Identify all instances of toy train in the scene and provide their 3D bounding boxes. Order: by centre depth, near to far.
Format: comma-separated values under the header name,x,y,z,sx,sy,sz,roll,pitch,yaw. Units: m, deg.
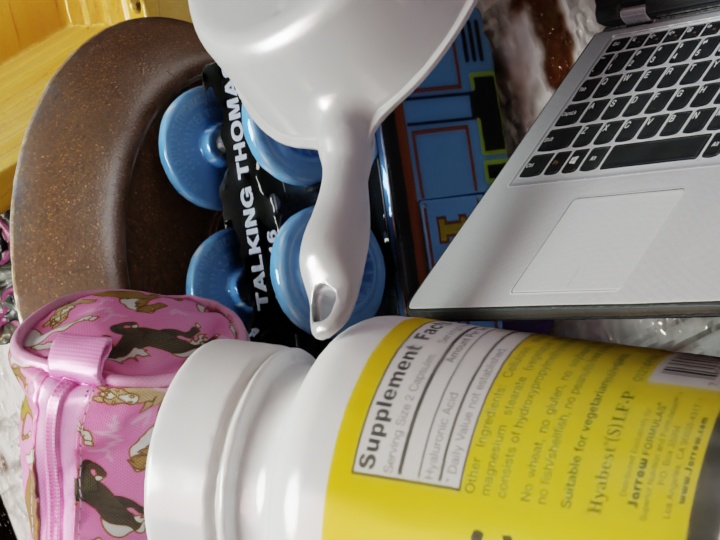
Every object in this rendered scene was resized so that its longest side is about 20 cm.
name,x,y,z,sx,sy,sz,roll,pitch,yaw
toy train,0.000,0.000,0.912,0.087,0.114,0.201,-12,86,55

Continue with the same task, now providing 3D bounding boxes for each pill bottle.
name,x,y,z,sx,sy,sz,roll,pitch,yaw
pill bottle,0.040,0.073,0.771,0.199,0.111,0.112,7,116,24

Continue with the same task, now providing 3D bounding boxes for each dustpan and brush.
name,x,y,z,sx,sy,sz,roll,pitch,yaw
dustpan and brush,-0.007,-0.069,0.814,0.139,0.201,0.057,-23,129,37

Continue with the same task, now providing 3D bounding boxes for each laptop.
name,x,y,z,sx,sy,sz,roll,pitch,yaw
laptop,0.081,-0.097,0.750,0.116,0.200,0.187,44,159,-21

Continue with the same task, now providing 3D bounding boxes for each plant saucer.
name,x,y,z,sx,sy,sz,roll,pitch,yaw
plant saucer,-0.051,0.000,0.962,0.034,0.200,0.201,-11,97,37

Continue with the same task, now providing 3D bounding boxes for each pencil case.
name,x,y,z,sx,sy,sz,roll,pitch,yaw
pencil case,-0.081,0.104,0.872,0.087,0.082,0.201,-113,25,-67

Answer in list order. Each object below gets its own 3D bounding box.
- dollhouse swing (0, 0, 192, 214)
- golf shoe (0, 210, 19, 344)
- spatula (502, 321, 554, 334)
name,x,y,z,sx,sy,sz,roll,pitch,yaw
dollhouse swing,-0.157,-0.119,1.072,0.200,0.175,0.183,10,114,59
golf shoe,-0.121,-0.020,1.104,0.199,0.092,0.073,-9,112,37
spatula,0.028,0.061,0.998,0.057,0.020,0.200,53,133,31
